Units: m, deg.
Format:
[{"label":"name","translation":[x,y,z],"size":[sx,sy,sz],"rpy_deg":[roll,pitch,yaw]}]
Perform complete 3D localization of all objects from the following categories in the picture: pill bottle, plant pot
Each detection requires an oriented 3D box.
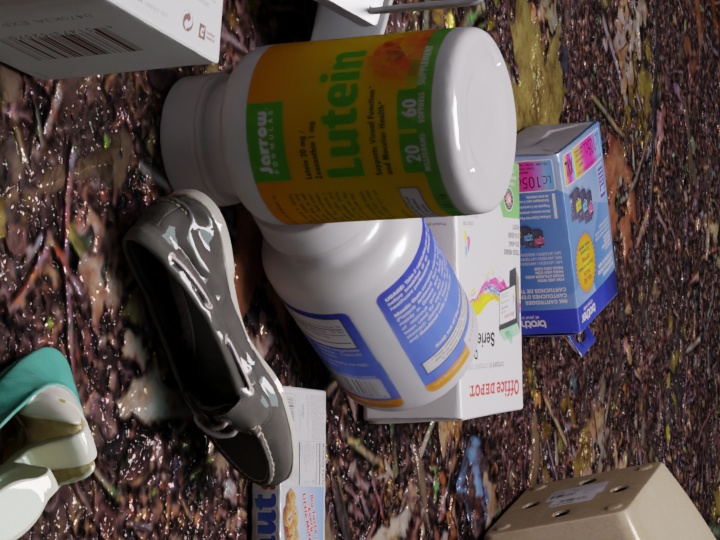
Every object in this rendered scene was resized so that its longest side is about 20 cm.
[{"label":"pill bottle","translation":[0.000,0.000,1.314],"size":[0.200,0.112,0.112],"rpy_deg":[59,36,-48]},{"label":"plant pot","translation":[0.211,0.279,1.693],"size":[0.200,0.199,0.178],"rpy_deg":[-32,106,-63]},{"label":"pill bottle","translation":[-0.016,-0.084,1.175],"size":[0.111,0.199,0.111],"rpy_deg":[-2,90,-66]}]

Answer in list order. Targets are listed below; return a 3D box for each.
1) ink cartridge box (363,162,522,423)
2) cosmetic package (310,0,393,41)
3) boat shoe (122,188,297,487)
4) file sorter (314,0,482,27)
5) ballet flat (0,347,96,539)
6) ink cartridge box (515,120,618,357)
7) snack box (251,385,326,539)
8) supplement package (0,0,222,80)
[{"label":"ink cartridge box","translation":[0.064,0.014,1.490],"size":[0.145,0.084,0.201],"rpy_deg":[1,88,-66]},{"label":"cosmetic package","translation":[0.008,-0.230,1.345],"size":[0.151,0.052,0.200],"rpy_deg":[104,-1,-59]},{"label":"boat shoe","translation":[-0.095,0.050,1.165],"size":[0.057,0.067,0.200],"rpy_deg":[-37,118,-43]},{"label":"file sorter","translation":[-0.009,-0.246,1.128],"size":[0.200,0.124,0.139],"rpy_deg":[23,77,-42]},{"label":"ballet flat","translation":[-0.172,0.102,0.967],"size":[0.200,0.070,0.068],"rpy_deg":[-53,135,-56]},{"label":"ink cartridge box","translation":[0.177,-0.024,1.767],"size":[0.136,0.076,0.201],"rpy_deg":[-37,123,-62]},{"label":"snack box","translation":[-0.048,0.179,1.298],"size":[0.072,0.024,0.201],"rpy_deg":[14,75,-66]},{"label":"supplement package","translation":[-0.142,-0.213,1.002],"size":[0.117,0.117,0.201],"rpy_deg":[24,66,-61]}]
